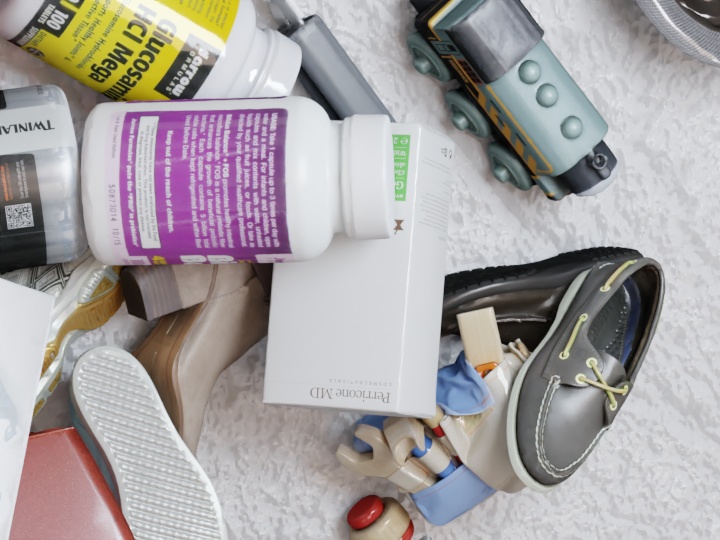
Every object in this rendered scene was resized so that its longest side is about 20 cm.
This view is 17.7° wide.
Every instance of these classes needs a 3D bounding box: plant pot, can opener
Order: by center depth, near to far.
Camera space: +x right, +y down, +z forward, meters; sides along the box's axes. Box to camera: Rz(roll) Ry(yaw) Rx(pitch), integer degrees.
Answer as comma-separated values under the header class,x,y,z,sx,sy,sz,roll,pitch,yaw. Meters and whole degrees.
class,x,y,z,sx,sy,sz,roll,pitch,yaw
plant pot,-0.250,0.205,1.565,0.199,0.200,0.177,-12,89,-19
can opener,-0.032,-0.172,1.668,0.066,0.053,0.200,-37,107,-13

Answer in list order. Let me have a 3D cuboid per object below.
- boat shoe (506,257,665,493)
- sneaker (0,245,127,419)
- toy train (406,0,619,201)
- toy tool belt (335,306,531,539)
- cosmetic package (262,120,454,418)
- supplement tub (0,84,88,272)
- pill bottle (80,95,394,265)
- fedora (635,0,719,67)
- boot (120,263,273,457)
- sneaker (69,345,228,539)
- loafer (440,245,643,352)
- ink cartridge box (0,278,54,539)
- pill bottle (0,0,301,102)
class,x,y,z,sx,sy,sz,roll,pitch,yaw
boat shoe,0.163,0.069,1.650,0.072,0.061,0.201,41,52,-20
sneaker,-0.223,0.016,1.608,0.088,0.076,0.200,30,63,16
toy train,0.112,-0.133,1.692,0.085,0.114,0.200,-41,108,-11
toy tool belt,0.047,0.118,1.698,0.200,0.125,0.123,-36,109,16
cosmetic package,0.000,0.000,1.619,0.107,0.085,0.200,2,84,20
supplement tub,-0.288,-0.053,1.543,0.200,0.123,0.123,-8,99,-11
pill bottle,-0.079,-0.060,1.540,0.200,0.112,0.113,-1,97,5
fedora,0.262,-0.246,1.747,0.177,0.090,0.200,-44,102,-12
boot,-0.096,0.040,1.663,0.146,0.070,0.200,-25,126,-32
sneaker,-0.147,0.150,1.618,0.074,0.082,0.200,-18,81,-14
loafer,0.127,0.031,1.737,0.200,0.073,0.072,-11,99,-18
ink cartridge box,-0.295,0.087,1.451,0.176,0.045,0.200,19,67,-27
pill bottle,-0.146,-0.167,1.595,0.200,0.112,0.113,29,86,-20
